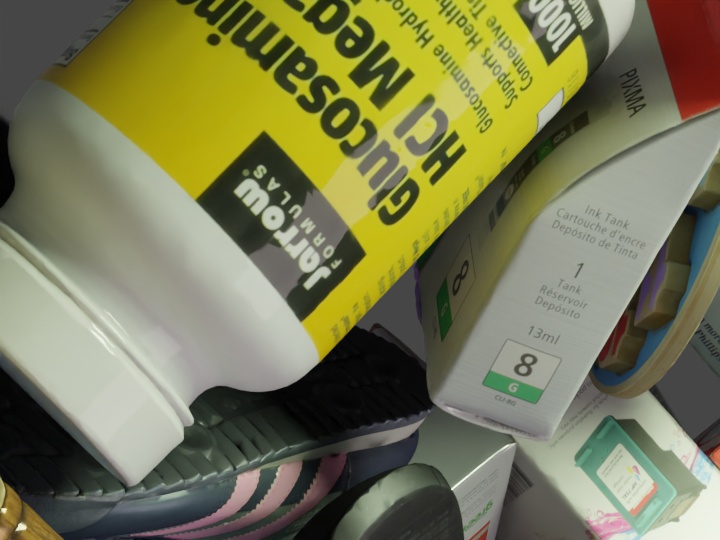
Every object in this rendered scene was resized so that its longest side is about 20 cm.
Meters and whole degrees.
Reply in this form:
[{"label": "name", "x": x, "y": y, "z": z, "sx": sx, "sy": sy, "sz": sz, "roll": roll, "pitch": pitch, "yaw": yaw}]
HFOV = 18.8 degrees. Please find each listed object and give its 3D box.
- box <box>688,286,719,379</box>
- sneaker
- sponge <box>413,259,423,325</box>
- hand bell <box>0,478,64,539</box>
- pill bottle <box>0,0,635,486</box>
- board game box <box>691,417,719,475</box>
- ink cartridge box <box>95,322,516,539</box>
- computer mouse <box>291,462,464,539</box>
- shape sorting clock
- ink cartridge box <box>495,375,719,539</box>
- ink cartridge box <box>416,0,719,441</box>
[{"label": "box", "x": 0.238, "y": -0.062, "z": 0.976, "sx": 0.200, "sy": 0.105, "sz": 0.184, "roll": -46, "pitch": 172, "yaw": 39}, {"label": "sneaker", "x": -0.060, "y": 0.072, "z": 0.707, "sx": 0.199, "sy": 0.070, "sz": 0.082, "roll": -4, "pitch": 129, "yaw": -43}, {"label": "sponge", "x": 0.100, "y": -0.059, "z": 0.911, "sx": 0.200, "sy": 0.030, "sz": 0.112, "roll": -41, "pitch": 155, "yaw": -22}, {"label": "hand bell", "x": -0.090, "y": 0.068, "z": 0.555, "sx": 0.104, "sy": 0.104, "sz": 0.200, "roll": -48, "pitch": 125, "yaw": -7}, {"label": "pill bottle", "x": -0.025, "y": -0.040, "z": 0.615, "sx": 0.200, "sy": 0.112, "sz": 0.113, "roll": -47, "pitch": 156, "yaw": -10}, {"label": "board game box", "x": 0.226, "y": 0.051, "z": 0.992, "sx": 0.200, "sy": 0.046, "sz": 0.152, "roll": -37, "pitch": 174, "yaw": -13}, {"label": "ink cartridge box", "x": -0.040, "y": 0.150, "z": 0.894, "sx": 0.200, "sy": 0.084, "sz": 0.176, "roll": -36, "pitch": 152, "yaw": -30}, {"label": "computer mouse", "x": -0.021, "y": 0.158, "z": 0.706, "sx": 0.140, "sy": 0.046, "sz": 0.201, "roll": -37, "pitch": 136, "yaw": -35}, {"label": "shape sorting clock", "x": 0.106, "y": -0.056, "z": 0.725, "sx": 0.200, "sy": 0.039, "sz": 0.201, "roll": -169, "pitch": -90, "yaw": -82}, {"label": "ink cartridge box", "x": 0.107, "y": 0.115, "z": 0.929, "sx": 0.067, "sy": 0.200, "sz": 0.116, "roll": -39, "pitch": 175, "yaw": -25}, {"label": "ink cartridge box", "x": 0.075, "y": -0.072, "z": 0.685, "sx": 0.161, "sy": 0.050, "sz": 0.201, "roll": -93, "pitch": -157, "yaw": -57}]
